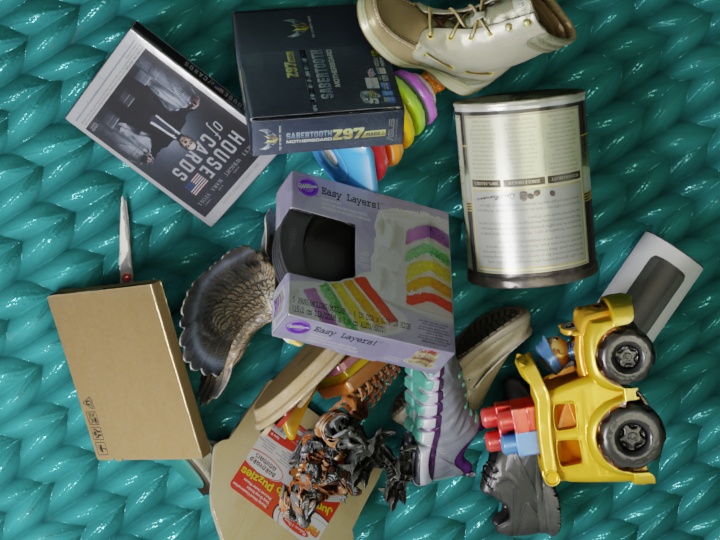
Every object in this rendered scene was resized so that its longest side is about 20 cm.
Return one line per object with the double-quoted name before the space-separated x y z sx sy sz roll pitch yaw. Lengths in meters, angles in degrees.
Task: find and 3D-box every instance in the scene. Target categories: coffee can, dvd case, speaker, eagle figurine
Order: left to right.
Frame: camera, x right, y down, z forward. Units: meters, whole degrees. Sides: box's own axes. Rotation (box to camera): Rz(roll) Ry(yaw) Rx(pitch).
"dvd case" -0.197 -0.153 1.428 0.200 0.025 0.150 37 127 -12
"eagle figurine" -0.116 0.041 1.448 0.200 0.151 0.152 -29 114 -10
"coffee can" 0.182 -0.093 1.472 0.146 0.146 0.201 -7 101 -7
"speaker" 0.309 0.058 1.553 0.081 0.081 0.200 34 94 -13

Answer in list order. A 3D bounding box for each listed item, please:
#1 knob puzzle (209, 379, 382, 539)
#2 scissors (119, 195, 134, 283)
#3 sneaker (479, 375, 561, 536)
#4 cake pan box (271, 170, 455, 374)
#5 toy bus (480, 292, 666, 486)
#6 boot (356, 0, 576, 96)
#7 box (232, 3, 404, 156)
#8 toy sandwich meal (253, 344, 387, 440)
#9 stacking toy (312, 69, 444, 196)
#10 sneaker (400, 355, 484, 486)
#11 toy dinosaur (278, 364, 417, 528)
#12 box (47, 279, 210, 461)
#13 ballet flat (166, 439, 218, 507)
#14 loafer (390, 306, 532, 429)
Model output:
"knob puzzle" -0.091 0.257 1.523 0.219 0.030 0.220 7 75 -26
"scissors" -0.266 0.021 1.492 0.073 0.014 0.201 -16 103 -4
"sneaker" 0.181 0.224 1.569 0.090 0.076 0.201 -9 99 0
"cake pan box" 0.000 0.000 1.396 0.199 0.185 0.052 15 142 -20
"toy bus" 0.225 0.135 1.457 0.191 0.136 0.201 -6 96 6
"boot" 0.109 -0.254 1.366 0.200 0.154 0.072 21 61 -42
"box" -0.048 -0.204 1.396 0.157 0.200 0.051 -5 134 -7
"toy sandwich meal" -0.031 0.114 1.458 0.205 0.205 0.070 -45 96 1
"stacking toy" 0.041 -0.181 1.469 0.200 0.110 0.116 -38 62 -17
"sneaker" 0.098 0.141 1.485 0.087 0.074 0.201 -2 112 -19
"toy dinosaur" -0.017 0.194 1.475 0.102 0.136 0.201 7 103 -45
"box" -0.253 0.112 1.455 0.163 0.021 0.201 -6 104 35
"ballet flat" -0.164 0.234 1.531 0.062 0.067 0.200 -45 109 -27
"loafer" 0.125 0.120 1.542 0.200 0.076 0.068 -41 105 10
